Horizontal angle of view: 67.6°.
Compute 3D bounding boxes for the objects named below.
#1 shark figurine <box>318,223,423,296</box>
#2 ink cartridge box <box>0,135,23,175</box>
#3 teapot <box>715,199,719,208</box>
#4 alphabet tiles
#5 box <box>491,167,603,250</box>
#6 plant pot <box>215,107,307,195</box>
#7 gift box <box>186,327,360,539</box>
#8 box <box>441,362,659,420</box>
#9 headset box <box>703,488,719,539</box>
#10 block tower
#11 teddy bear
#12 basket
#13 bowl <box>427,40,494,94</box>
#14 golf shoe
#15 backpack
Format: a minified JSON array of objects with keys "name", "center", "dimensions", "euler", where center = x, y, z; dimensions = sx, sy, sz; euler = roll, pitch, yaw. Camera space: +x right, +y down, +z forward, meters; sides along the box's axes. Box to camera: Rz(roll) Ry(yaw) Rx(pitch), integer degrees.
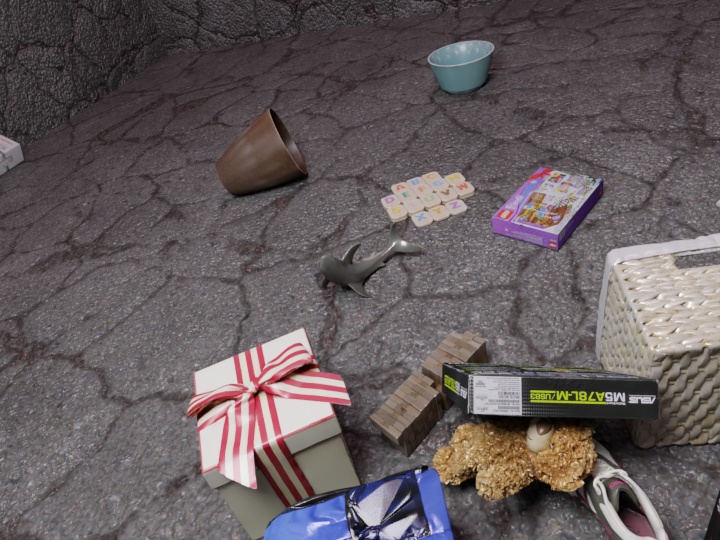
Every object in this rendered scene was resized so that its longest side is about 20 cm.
[{"name":"shark figurine","center":[0.010,0.004,1.010],"dimensions":[0.212,0.129,0.090],"euler":[-20,59,-34]},{"name":"ink cartridge box","center":[-1.408,-0.427,2.023],"dimensions":[0.145,0.083,0.201],"euler":[24,46,3]},{"name":"teapot","center":[0.646,-0.044,0.749],"dimensions":[0.197,0.148,0.198],"euler":[-20,37,-6]},{"name":"alphabet tiles","center":[0.149,-0.165,1.202],"dimensions":[0.197,0.015,0.197],"euler":[-19,37,-3]},{"name":"box","center":[0.366,-0.126,1.048],"dimensions":[0.136,0.040,0.200],"euler":[22,51,39]},{"name":"plant pot","center":[-0.270,-0.286,1.399],"dimensions":[0.198,0.188,0.188],"euler":[-28,36,8]},{"name":"gift box","center":[-0.098,0.204,0.682],"dimensions":[0.182,0.189,0.200],"euler":[-25,36,-11]},{"name":"box","center":[0.205,0.137,0.632],"dimensions":[0.196,0.193,0.048],"euler":[2,81,0]},{"name":"headset box","center":[0.359,0.290,0.431],"dimensions":[0.076,0.150,0.202],"euler":[-5,39,14]},{"name":"block tower","center":[0.101,0.169,0.761],"dimensions":[0.054,0.058,0.199],"euler":[23,50,41]},{"name":"teddy bear","center":[0.167,0.202,0.622],"dimensions":[0.143,0.068,0.199],"euler":[-22,1,-26]},{"name":"basket","center":[0.403,0.083,0.637],"dimensions":[0.195,0.202,0.162],"euler":[-7,39,11]},{"name":"bowl","center":[0.309,-0.608,1.628],"dimensions":[0.197,0.106,0.202],"euler":[-11,37,8]},{"name":"golf shoe","center":[0.271,0.234,0.588],"dimensions":[0.076,0.089,0.201],"euler":[-22,36,-5]},{"name":"backpack","center":[0.002,0.306,0.535],"dimensions":[0.196,0.164,0.169],"euler":[-13,40,3]}]
